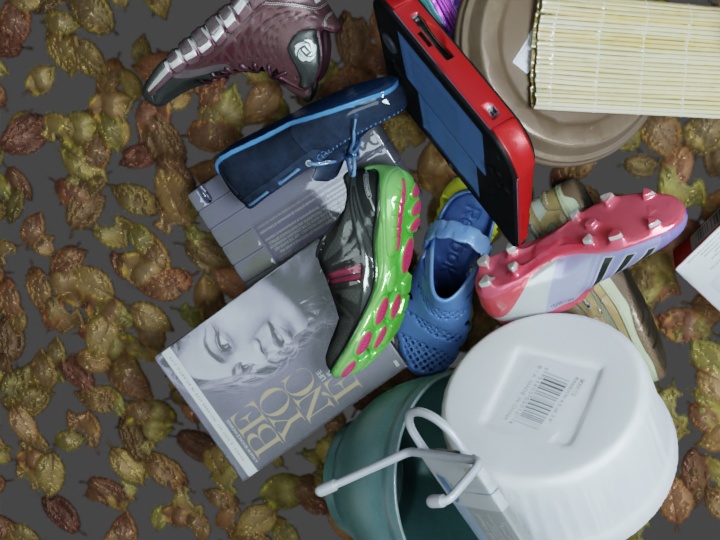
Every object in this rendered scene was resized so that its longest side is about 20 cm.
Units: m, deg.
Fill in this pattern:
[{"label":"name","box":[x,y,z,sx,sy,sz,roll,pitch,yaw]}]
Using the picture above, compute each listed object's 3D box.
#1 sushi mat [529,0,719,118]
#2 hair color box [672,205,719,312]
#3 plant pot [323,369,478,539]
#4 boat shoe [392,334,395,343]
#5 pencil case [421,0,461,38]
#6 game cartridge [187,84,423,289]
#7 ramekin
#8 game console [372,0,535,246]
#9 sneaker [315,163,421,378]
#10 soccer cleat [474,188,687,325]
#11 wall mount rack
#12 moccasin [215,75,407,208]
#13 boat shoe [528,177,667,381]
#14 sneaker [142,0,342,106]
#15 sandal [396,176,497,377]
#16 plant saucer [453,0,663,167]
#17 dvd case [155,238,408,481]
[{"label":"sushi mat","box":[0.235,-0.179,1.048,0.198,0.012,0.097,1,95,-16]},{"label":"hair color box","box":[0.388,0.020,1.109,0.200,0.064,0.111,43,111,-2]},{"label":"plant pot","box":[0.049,0.198,1.190,0.133,0.200,0.202,-7,108,42]},{"label":"boat shoe","box":[-0.053,0.103,1.239,0.199,0.062,0.075,-35,91,9]},{"label":"pencil case","box":[0.086,-0.213,1.085,0.085,0.092,0.201,-30,100,20]},{"label":"game cartridge","box":[-0.053,-0.071,1.195,0.199,0.038,0.130,-30,103,20]},{"label":"ramekin","box":[0.164,0.132,1.065,0.198,0.202,0.098,-11,136,16]},{"label":"game console","box":[0.077,-0.127,1.045,0.031,0.177,0.201,-31,68,-10]},{"label":"sneaker","box":[0.000,0.000,1.153,0.083,0.076,0.202,16,97,30]},{"label":"soccer cleat","box":[0.194,-0.008,1.088,0.198,0.067,0.077,-23,128,21]},{"label":"wall mount rack","box":[0.061,0.207,1.022,0.173,0.075,0.201,-6,122,56]},{"label":"moccasin","box":[-0.037,-0.114,1.130,0.199,0.081,0.069,-19,106,32]},{"label":"boat shoe","box":[0.211,0.018,1.147,0.076,0.072,0.202,-27,89,18]},{"label":"sneaker","box":[-0.101,-0.186,1.147,0.199,0.076,0.116,-36,100,20]},{"label":"sandal","box":[0.077,0.012,1.165,0.079,0.087,0.202,15,112,6]},{"label":"plant saucer","box":[0.174,-0.188,1.053,0.198,0.029,0.203,-1,93,-16]},{"label":"dvd case","box":[-0.077,0.087,1.199,0.199,0.016,0.149,-35,94,8]}]
